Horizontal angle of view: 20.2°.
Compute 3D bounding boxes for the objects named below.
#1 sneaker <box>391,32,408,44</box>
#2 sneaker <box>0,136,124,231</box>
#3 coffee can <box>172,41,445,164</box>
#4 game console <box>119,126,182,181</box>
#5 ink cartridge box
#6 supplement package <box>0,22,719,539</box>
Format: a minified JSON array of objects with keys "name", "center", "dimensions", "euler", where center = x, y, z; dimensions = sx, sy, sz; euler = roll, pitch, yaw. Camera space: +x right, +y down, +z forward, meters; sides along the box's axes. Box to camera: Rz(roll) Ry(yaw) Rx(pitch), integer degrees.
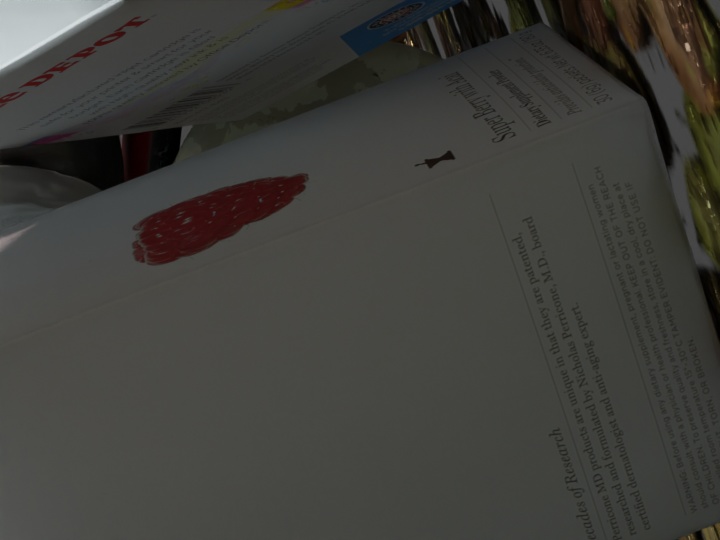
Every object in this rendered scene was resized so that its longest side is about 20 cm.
[{"name":"sneaker","center":[-0.035,-0.185,1.029],"dimensions":[0.090,0.075,0.201],"euler":[-115,6,-46]},{"name":"sneaker","center":[-0.122,-0.055,0.691],"dimensions":[0.200,0.070,0.100],"euler":[-44,-56,-89]},{"name":"coffee can","center":[0.000,0.000,0.840],"dimensions":[0.200,0.146,0.147],"euler":[77,172,-81]},{"name":"game console","center":[-0.053,-0.095,0.838],"dimensions":[0.200,0.118,0.173],"euler":[103,156,-50]},{"name":"ink cartridge box","center":[-0.075,-0.114,0.575],"dimensions":[0.200,0.128,0.126],"euler":[-13,-98,-53]},{"name":"supplement package","center":[-0.011,0.028,0.563],"dimensions":[0.121,0.199,0.120],"euler":[-117,6,-72]}]
